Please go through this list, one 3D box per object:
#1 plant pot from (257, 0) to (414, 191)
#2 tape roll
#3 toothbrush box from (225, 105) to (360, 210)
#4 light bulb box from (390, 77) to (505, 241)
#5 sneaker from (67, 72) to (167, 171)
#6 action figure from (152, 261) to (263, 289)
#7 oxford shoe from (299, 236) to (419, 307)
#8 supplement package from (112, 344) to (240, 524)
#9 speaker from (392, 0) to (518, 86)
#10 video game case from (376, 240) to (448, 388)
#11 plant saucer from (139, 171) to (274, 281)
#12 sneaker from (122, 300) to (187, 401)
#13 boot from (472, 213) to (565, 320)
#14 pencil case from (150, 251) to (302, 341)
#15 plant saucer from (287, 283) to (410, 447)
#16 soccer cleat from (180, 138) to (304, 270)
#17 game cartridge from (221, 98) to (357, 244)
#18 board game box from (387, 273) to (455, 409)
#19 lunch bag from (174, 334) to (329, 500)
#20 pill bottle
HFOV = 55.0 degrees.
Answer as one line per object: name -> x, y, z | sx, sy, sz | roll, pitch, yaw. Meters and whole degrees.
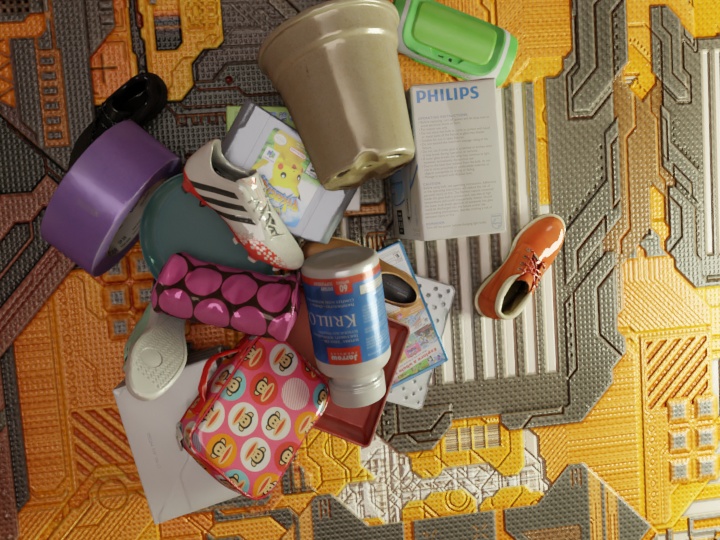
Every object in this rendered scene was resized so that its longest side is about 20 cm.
plant pot -> -0.017, -0.213, 0.899 | 0.195, 0.201, 0.188 | -17, 84, -5
tape roll -> -0.337, -0.098, 0.950 | 0.084, 0.200, 0.202 | 35, 90, -6
toothbrush box -> -0.099, -0.164, 1.031 | 0.194, 0.086, 0.150 | -1, 96, -6
light bulb box -> 0.116, -0.152, 1.001 | 0.121, 0.198, 0.206 | -6, 94, -8
sneaker -> -0.359, -0.206, 0.996 | 0.075, 0.091, 0.202 | 35, 91, -9
action figure -> -0.208, 0.009, 1.032 | 0.194, 0.070, 0.134 | 11, 108, 2
oxford shoe -> 0.000, 0.000, 1.020 | 0.195, 0.071, 0.073 | 20, 93, -5
supplement package -> -0.254, 0.237, 1.031 | 0.152, 0.111, 0.205 | -16, 96, -5
speaker -> 0.134, -0.348, 1.045 | 0.195, 0.088, 0.091 | 19, 92, -8
video game case -> 0.037, 0.077, 1.074 | 0.140, 0.018, 0.204 | -24, 97, -5
plant saucer -> -0.207, -0.042, 0.962 | 0.194, 0.028, 0.206 | 1, 113, 3
sneaker -> -0.290, 0.128, 0.950 | 0.073, 0.202, 0.119 | 28, 119, -19
boot -> 0.262, -0.003, 1.076 | 0.075, 0.107, 0.202 | 38, 88, -6
pencil case -> -0.177, 0.031, 0.930 | 0.194, 0.091, 0.096 | 12, 80, -1
plant saucer -> -0.045, 0.139, 1.050 | 0.195, 0.037, 0.205 | 20, 102, 2
soccer cleat -> -0.141, -0.081, 0.891 | 0.200, 0.069, 0.085 | 43, 123, -9
game cartridge -> -0.107, -0.129, 0.974 | 0.197, 0.041, 0.135 | 30, 97, -10
board game box -> 0.031, 0.096, 1.096 | 0.195, 0.026, 0.206 | 16, 92, -8
lunch bag -> -0.153, 0.188, 0.954 | 0.176, 0.081, 0.202 | 46, 65, -21
pill bottle -> -0.015, 0.079, 0.957 | 0.109, 0.112, 0.206 | -11, 106, -6
